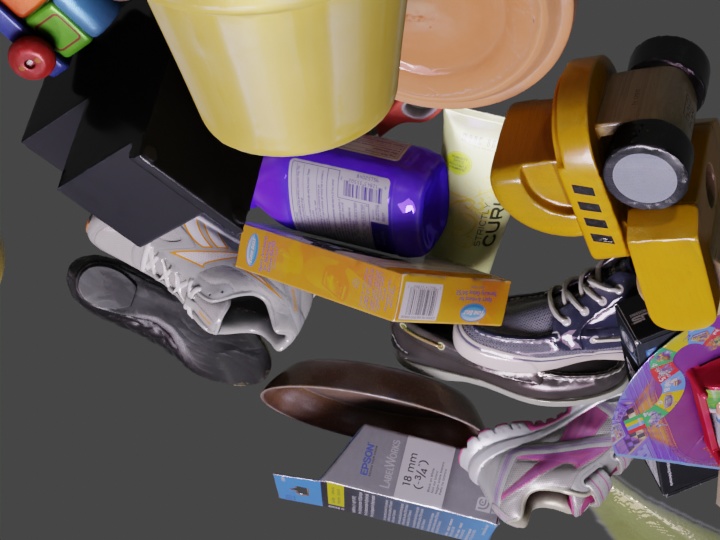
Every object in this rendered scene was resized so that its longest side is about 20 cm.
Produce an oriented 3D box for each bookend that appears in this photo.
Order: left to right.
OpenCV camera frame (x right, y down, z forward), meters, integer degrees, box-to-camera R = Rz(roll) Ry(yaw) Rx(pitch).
[{"bbox_3d":[-0.156,-0.095,1.253,0.092,0.200,0.198,36,137,-30],"label":"bookend"}]

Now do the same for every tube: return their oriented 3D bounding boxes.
[{"bbox_3d":[0.083,-0.045,1.359,0.058,0.052,0.200,-19,144,-26],"label":"tube"}]

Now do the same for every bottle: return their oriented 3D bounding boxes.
[{"bbox_3d":[-0.034,-0.068,1.339,0.199,0.065,0.084,14,132,22],"label":"bottle"}]

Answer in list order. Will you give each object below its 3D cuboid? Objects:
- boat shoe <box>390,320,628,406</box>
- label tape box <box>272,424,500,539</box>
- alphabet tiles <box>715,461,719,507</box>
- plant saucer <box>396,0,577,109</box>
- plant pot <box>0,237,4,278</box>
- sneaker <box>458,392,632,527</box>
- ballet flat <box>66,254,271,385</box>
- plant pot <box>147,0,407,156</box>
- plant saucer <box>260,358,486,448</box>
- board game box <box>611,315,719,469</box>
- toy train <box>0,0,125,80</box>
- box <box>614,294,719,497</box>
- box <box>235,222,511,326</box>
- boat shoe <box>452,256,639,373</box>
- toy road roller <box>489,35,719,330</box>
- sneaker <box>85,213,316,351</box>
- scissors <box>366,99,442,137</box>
[{"bbox_3d":[0.120,0.060,1.450,0.200,0.072,0.061,8,145,14],"label":"boat shoe"},{"bbox_3d":[0.028,0.186,1.603,0.199,0.064,0.144,13,164,3],"label":"label tape box"},{"bbox_3d":[0.336,0.095,1.336,0.167,0.008,0.201,-18,124,-25],"label":"alphabet tiles"},{"bbox_3d":[0.045,-0.186,1.201,0.200,0.032,0.201,10,136,10],"label":"plant saucer"},{"bbox_3d":[-0.377,-0.038,1.410,0.200,0.201,0.189,4,155,15],"label":"plant pot"},{"bbox_3d":[0.187,0.157,1.491,0.199,0.088,0.081,-22,154,4],"label":"sneaker"},{"bbox_3d":[-0.161,0.038,1.551,0.200,0.057,0.067,31,96,-20],"label":"ballet flat"},{"bbox_3d":[-0.049,-0.182,1.094,0.200,0.201,0.189,3,131,15],"label":"plant pot"},{"bbox_3d":[0.015,0.113,1.537,0.199,0.035,0.200,11,165,3],"label":"plant saucer"},{"bbox_3d":[0.289,0.105,1.345,0.199,0.039,0.158,10,127,-30],"label":"board game box"},{"bbox_3d":[-0.242,-0.232,1.224,0.116,0.085,0.200,-29,124,29],"label":"toy train"},{"bbox_3d":[0.287,0.075,1.378,0.160,0.044,0.200,-20,136,-3],"label":"box"},{"bbox_3d":[0.000,0.000,1.351,0.119,0.042,0.200,4,-172,-45],"label":"box"},{"bbox_3d":[0.172,0.022,1.378,0.199,0.075,0.093,-3,136,-6],"label":"boat shoe"},{"bbox_3d":[0.178,-0.058,1.248,0.146,0.123,0.200,-5,133,25],"label":"toy road roller"},{"bbox_3d":[-0.131,0.002,1.451,0.199,0.092,0.076,17,141,-1],"label":"sneaker"},{"bbox_3d":[0.010,-0.102,1.340,0.073,0.014,0.200,22,140,-7],"label":"scissors"}]
